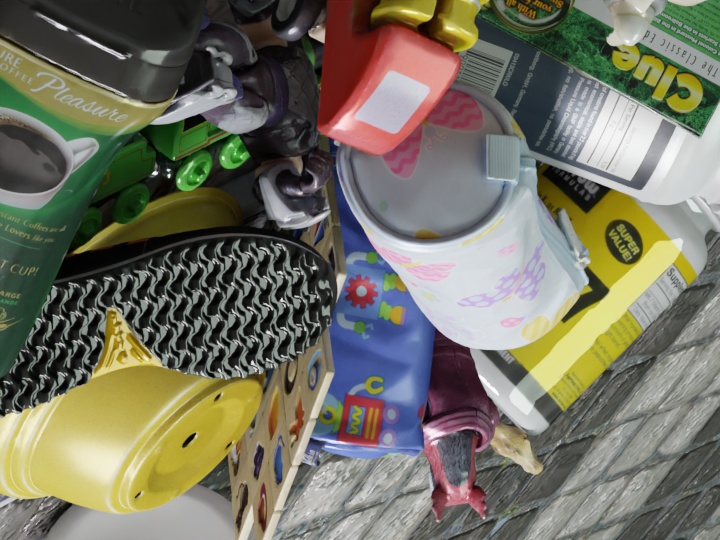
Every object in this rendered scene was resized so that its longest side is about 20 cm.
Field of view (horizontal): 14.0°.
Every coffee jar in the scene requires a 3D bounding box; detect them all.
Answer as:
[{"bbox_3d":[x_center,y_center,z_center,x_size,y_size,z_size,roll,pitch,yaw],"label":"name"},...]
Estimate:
[{"bbox_3d":[-0.146,-0.055,1.195,0.200,0.104,0.085,-55,-162,28],"label":"coffee jar"}]

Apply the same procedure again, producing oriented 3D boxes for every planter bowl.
[{"bbox_3d":[-0.108,0.060,1.463,0.200,0.083,0.201,-39,159,-18],"label":"planter bowl"}]

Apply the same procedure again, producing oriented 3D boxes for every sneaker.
[{"bbox_3d":[-0.113,0.011,1.348,0.199,0.090,0.070,-11,113,-21],"label":"sneaker"}]

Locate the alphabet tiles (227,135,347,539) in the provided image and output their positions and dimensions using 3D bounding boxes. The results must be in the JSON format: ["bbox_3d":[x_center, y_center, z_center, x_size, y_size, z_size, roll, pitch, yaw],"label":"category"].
[{"bbox_3d":[-0.040,0.037,1.478,0.006,0.167,0.200,7,133,-16],"label":"alphabet tiles"}]

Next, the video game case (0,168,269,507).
[{"bbox_3d":[-0.119,0.033,1.547,0.200,0.023,0.183,-28,154,-41],"label":"video game case"}]

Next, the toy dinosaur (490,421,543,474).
[{"bbox_3d":[0.009,0.082,1.739,0.101,0.199,0.058,167,-70,-78],"label":"toy dinosaur"}]

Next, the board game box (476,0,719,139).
[{"bbox_3d":[0.091,-0.152,1.322,0.105,0.199,0.023,-61,-176,3],"label":"board game box"}]

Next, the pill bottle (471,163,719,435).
[{"bbox_3d":[0.134,-0.009,1.751,0.200,0.114,0.114,-46,160,-1],"label":"pill bottle"}]

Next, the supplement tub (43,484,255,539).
[{"bbox_3d":[-0.119,0.223,1.738,0.144,0.144,0.200,-38,159,-18],"label":"supplement tub"}]

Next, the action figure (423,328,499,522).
[{"bbox_3d":[0.040,0.043,1.598,0.134,0.201,0.149,5,144,-43],"label":"action figure"}]

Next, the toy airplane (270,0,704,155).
[{"bbox_3d":[0.049,-0.168,1.236,0.199,0.200,0.141,-25,-161,-18],"label":"toy airplane"}]

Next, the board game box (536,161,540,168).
[{"bbox_3d":[0.012,0.027,1.786,0.200,0.026,0.200,-32,156,-30],"label":"board game box"}]

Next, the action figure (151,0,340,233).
[{"bbox_3d":[-0.053,-0.084,1.316,0.069,0.131,0.200,-25,162,22],"label":"action figure"}]

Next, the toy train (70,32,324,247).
[{"bbox_3d":[-0.080,-0.071,1.396,0.200,0.042,0.057,-30,145,-36],"label":"toy train"}]

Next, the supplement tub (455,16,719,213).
[{"bbox_3d":[0.116,-0.116,1.408,0.140,0.199,0.141,-160,-90,-87],"label":"supplement tub"}]

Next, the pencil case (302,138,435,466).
[{"bbox_3d":[0.000,0.000,1.511,0.078,0.086,0.201,-5,102,-85],"label":"pencil case"}]

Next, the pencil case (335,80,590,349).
[{"bbox_3d":[0.051,-0.023,1.384,0.200,0.090,0.083,49,56,-69],"label":"pencil case"}]
